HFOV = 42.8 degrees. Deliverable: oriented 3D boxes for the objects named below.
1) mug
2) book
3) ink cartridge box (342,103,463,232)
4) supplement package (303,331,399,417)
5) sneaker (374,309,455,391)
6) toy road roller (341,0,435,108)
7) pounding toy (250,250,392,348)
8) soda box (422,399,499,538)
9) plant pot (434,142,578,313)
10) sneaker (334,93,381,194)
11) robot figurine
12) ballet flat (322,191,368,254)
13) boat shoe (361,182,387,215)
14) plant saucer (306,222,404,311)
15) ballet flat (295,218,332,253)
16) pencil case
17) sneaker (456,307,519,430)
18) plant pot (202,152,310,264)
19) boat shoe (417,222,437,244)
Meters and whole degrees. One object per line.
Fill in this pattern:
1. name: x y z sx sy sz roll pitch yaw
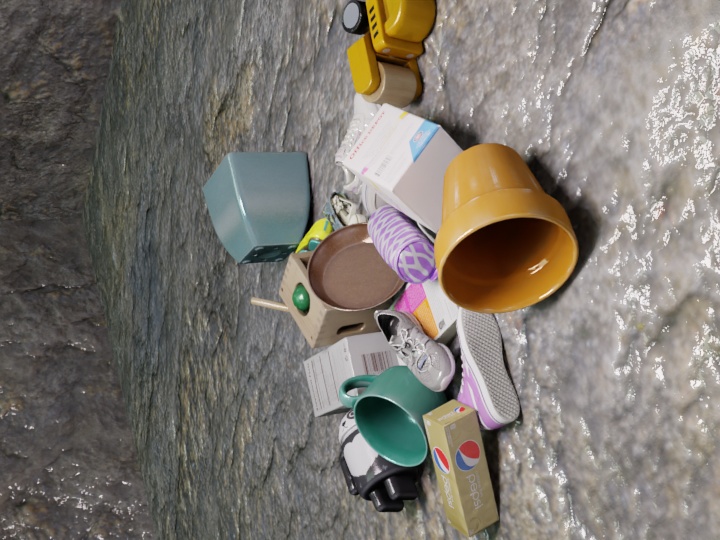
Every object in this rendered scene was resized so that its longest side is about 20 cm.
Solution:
1. mug: 0.068 0.230 1.591 0.186 0.114 0.152 48 139 -1
2. book: 0.115 0.074 1.608 0.201 0.047 0.136 -54 47 47
3. ink cartridge box: 0.076 -0.176 1.522 0.129 0.125 0.200 -52 35 0
4. supplement package: -0.012 0.202 1.779 0.199 0.115 0.120 -35 66 58
5. sneaker: 0.083 0.133 1.531 0.076 0.081 0.200 -61 38 12
6. toy road roller: 0.061 -0.397 1.580 0.145 0.121 0.205 -23 72 48
7. pounding toy: -0.080 0.057 1.786 0.185 0.197 0.144 54 138 36
8. soda box: 0.161 0.317 1.472 0.064 0.067 0.204 14 122 60
9. plant pot: 0.193 -0.074 1.318 0.202 0.196 0.186 118 153 -43
10. sneaker: -0.001 -0.243 1.726 0.075 0.098 0.205 -12 82 63
11. robot figurine: 0.032 0.344 1.704 0.126 0.148 0.202 76 171 -57
12. ballet flat: -0.019 -0.094 1.812 0.200 0.073 0.076 50 135 45
13. boat shoe: 0.058 -0.180 1.662 0.070 0.070 0.203 52 130 49
14. plant saucer: 0.000 0.000 1.692 0.202 0.197 0.037 59 173 39
15. ballet flat: -0.094 -0.060 1.955 0.200 0.065 0.068 133 153 -69
16. pencil case: 0.072 -0.046 1.589 0.084 0.086 0.201 -42 25 7
17. sneaker: 0.179 0.157 1.474 0.114 0.071 0.205 -40 58 59
18. plant pot: -0.218 -0.129 2.039 0.195 0.193 0.204 -38 61 56
19. boat shoe: 0.157 -0.040 1.492 0.200 0.065 0.075 42 129 52
